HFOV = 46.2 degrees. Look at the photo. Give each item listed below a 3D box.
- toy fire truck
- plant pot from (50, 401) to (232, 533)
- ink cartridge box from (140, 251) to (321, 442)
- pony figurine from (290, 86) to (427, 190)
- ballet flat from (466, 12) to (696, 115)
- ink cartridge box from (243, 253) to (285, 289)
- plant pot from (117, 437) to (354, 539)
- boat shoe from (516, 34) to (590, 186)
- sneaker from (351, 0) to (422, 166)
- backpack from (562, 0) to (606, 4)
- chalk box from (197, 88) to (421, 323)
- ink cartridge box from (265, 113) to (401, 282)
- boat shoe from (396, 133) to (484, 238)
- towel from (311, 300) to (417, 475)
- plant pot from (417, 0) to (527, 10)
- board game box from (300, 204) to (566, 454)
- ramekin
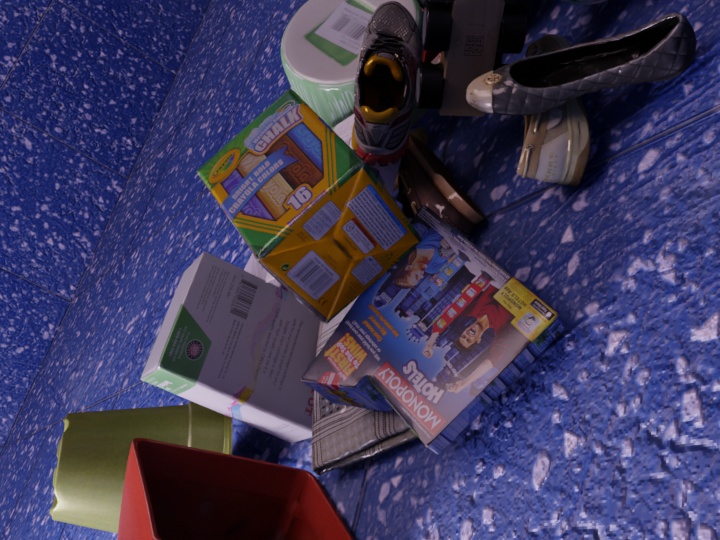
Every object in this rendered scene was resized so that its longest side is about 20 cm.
[{"bbox_3d":[0.089,-0.278,0.857,0.200,0.128,0.176,-91,2,-46],"label":"toy fire truck"},{"bbox_3d":[-0.261,0.237,1.004,0.200,0.190,0.201,-172,90,-74],"label":"plant pot"},{"bbox_3d":[-0.126,0.092,0.966,0.087,0.200,0.146,-33,36,57],"label":"ink cartridge box"},{"bbox_3d":[-0.011,-0.166,1.125,0.200,0.166,0.193,-17,54,35],"label":"pony figurine"},{"bbox_3d":[0.188,-0.183,0.742,0.200,0.057,0.067,-11,51,19],"label":"ballet flat"},{"bbox_3d":[-0.132,0.035,1.136,0.200,0.042,0.119,-55,34,35],"label":"ink cartridge box"},{"bbox_3d":[-0.136,0.295,0.796,0.177,0.199,0.200,-69,24,7],"label":"plant pot"},{"bbox_3d":[0.173,-0.160,0.813,0.073,0.063,0.201,96,177,-52],"label":"boat shoe"},{"bbox_3d":[0.033,-0.212,0.900,0.082,0.078,0.200,90,-177,-61],"label":"sneaker"},{"bbox_3d":[0.229,-0.363,0.817,0.200,0.177,0.151,-43,26,21],"label":"backpack"},{"bbox_3d":[-0.059,-0.074,0.804,0.124,0.125,0.200,-41,47,2],"label":"chalk box"},{"bbox_3d":[-0.027,-0.070,0.939,0.117,0.067,0.200,-23,43,47],"label":"ink cartridge box"},{"bbox_3d":[0.071,-0.088,0.942,0.070,0.070,0.200,-48,27,16],"label":"boat shoe"},{"bbox_3d":[0.017,0.092,0.856,0.200,0.035,0.193,-31,42,37],"label":"towel"},{"bbox_3d":[0.138,-0.362,1.016,0.200,0.200,0.135,-123,29,-63],"label":"plant pot"},{"bbox_3d":[0.053,0.069,0.756,0.200,0.062,0.200,-45,44,2],"label":"board game box"},{"bbox_3d":[-0.001,-0.264,1.043,0.200,0.098,0.200,-9,58,14],"label":"ramekin"}]
